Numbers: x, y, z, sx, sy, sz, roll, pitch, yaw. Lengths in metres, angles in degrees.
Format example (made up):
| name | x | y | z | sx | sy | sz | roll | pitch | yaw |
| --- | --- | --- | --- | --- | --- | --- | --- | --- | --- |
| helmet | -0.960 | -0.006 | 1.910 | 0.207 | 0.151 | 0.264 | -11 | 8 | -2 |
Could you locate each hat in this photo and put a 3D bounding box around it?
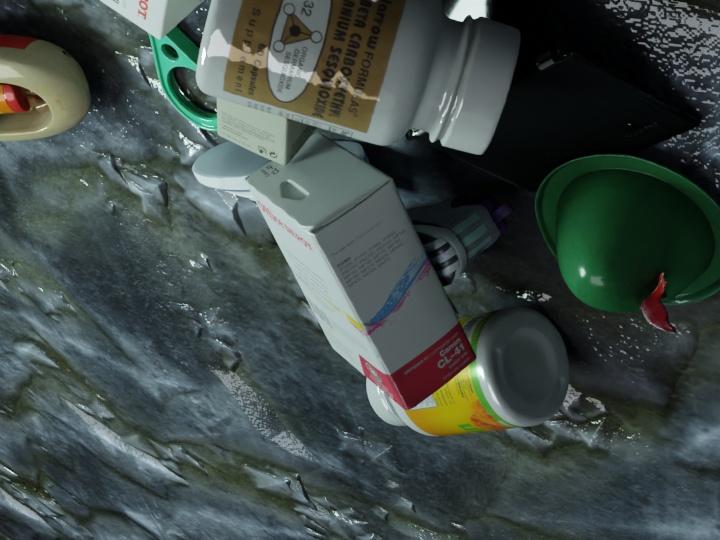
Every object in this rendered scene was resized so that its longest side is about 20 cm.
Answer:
| name | x | y | z | sx | sy | sz | roll | pitch | yaw |
| --- | --- | --- | --- | --- | --- | --- | --- | --- | --- |
| hat | 0.184 | 0.023 | 0.937 | 0.165 | 0.176 | 0.200 | 12 | 144 | 25 |

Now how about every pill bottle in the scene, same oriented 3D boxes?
| name | x | y | z | sx | sy | sz | roll | pitch | yaw |
| --- | --- | --- | --- | --- | --- | --- | --- | --- | --- |
| pill bottle | 0.097 | 0.104 | 1.200 | 0.111 | 0.111 | 0.200 | 48 | 146 | -18 |
| pill bottle | -0.001 | -0.147 | 0.828 | 0.200 | 0.115 | 0.114 | 16 | 147 | -3 |

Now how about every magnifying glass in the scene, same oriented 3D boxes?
| name | x | y | z | sx | sy | sz | roll | pitch | yaw |
| --- | --- | --- | --- | --- | --- | --- | --- | --- | --- |
| magnifying glass | -0.178 | -0.212 | 1.140 | 0.080 | 0.022 | 0.200 | 5 | 136 | 40 |

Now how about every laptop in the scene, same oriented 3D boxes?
| name | x | y | z | sx | sy | sz | roll | pitch | yaw |
| --- | --- | --- | --- | --- | --- | --- | --- | --- | --- |
| laptop | 0.120 | -0.164 | 0.931 | 0.187 | 0.116 | 0.200 | -22 | 88 | 53 |

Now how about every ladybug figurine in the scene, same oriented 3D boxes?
| name | x | y | z | sx | sy | sz | roll | pitch | yaw |
| --- | --- | --- | --- | --- | --- | --- | --- | --- | --- |
| ladybug figurine | -0.371 | -0.192 | 1.256 | 0.200 | 0.072 | 0.136 | -1 | 150 | 9 |

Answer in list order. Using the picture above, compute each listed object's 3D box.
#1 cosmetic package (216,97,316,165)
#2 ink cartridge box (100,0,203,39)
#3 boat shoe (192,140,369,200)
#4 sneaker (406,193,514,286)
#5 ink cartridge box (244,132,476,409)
| name | x | y | z | sx | sy | sz | roll | pitch | yaw |
| --- | --- | --- | --- | --- | --- | --- | --- | --- | --- |
| cosmetic package | -0.061 | -0.192 | 0.980 | 0.071 | 0.105 | 0.200 | 25 | 148 | 12 |
| ink cartridge box | -0.209 | -0.304 | 0.991 | 0.200 | 0.084 | 0.145 | 34 | 148 | 3 |
| boat shoe | -0.074 | -0.081 | 1.160 | 0.200 | 0.074 | 0.065 | 9 | 135 | 38 |
| sneaker | 0.071 | -0.032 | 1.101 | 0.074 | 0.087 | 0.200 | 60 | 167 | -15 |
| ink cartridge box | 0.000 | 0.000 | 1.046 | 0.148 | 0.086 | 0.200 | 38 | 157 | 55 |
